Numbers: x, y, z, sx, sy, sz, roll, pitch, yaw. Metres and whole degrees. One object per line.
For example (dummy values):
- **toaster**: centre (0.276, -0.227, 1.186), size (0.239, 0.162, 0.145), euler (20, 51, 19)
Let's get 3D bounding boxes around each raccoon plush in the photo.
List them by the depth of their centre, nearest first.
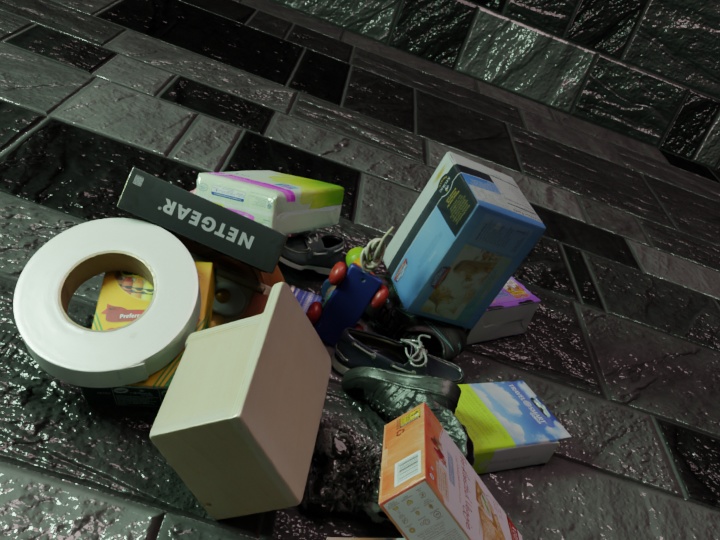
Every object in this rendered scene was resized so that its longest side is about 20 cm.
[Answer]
- **raccoon plush**: centre (-0.003, 0.202, 0.925), size (0.132, 0.098, 0.201), euler (17, 26, -27)

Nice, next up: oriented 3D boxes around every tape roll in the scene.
- **tape roll**: centre (-0.274, 0.032, 0.900), size (0.199, 0.037, 0.205), euler (3, 54, -4)

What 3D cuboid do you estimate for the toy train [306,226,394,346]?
- **toy train**: centre (0.000, 0.000, 1.160), size (0.084, 0.201, 0.116), euler (27, 23, -11)

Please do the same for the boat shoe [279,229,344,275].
- **boat shoe**: centre (-0.088, -0.039, 1.260), size (0.072, 0.062, 0.199), euler (34, 10, 29)

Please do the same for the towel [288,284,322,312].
- **towel**: centre (-0.159, 0.035, 1.177), size (0.197, 0.024, 0.145), euler (23, 28, 1)

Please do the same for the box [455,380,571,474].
- **box**: centre (0.169, 0.204, 1.086), size (0.197, 0.048, 0.122), euler (2, 34, -34)

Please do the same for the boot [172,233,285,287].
- **boot**: centre (-0.205, -0.025, 1.157), size (0.153, 0.074, 0.201), euler (-6, 54, -39)

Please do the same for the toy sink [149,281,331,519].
- **toy sink**: centre (-0.118, 0.130, 0.853), size (0.110, 0.131, 0.201), euler (-15, 35, 20)

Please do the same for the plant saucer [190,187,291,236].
- **plant saucer**: centre (-0.204, -0.085, 1.332), size (0.197, 0.051, 0.201), euler (17, 27, -9)

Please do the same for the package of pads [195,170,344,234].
- **package of pads**: centre (-0.137, -0.104, 1.227), size (0.152, 0.069, 0.199), euler (15, 14, 26)

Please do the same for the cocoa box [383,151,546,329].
- **cocoa box**: centre (0.144, -0.039, 1.188), size (0.132, 0.201, 0.132), euler (15, 33, -29)

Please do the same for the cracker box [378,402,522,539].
- **cracker box**: centre (0.097, 0.250, 0.817), size (0.201, 0.057, 0.134), euler (55, 15, -15)

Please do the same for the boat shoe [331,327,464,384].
- **boat shoe**: centre (0.059, 0.124, 1.134), size (0.197, 0.063, 0.075), euler (17, 27, -11)

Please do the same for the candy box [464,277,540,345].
- **candy box**: centre (0.174, 0.028, 1.381), size (0.166, 0.072, 0.200), euler (-5, 38, -41)

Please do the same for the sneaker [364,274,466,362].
- **sneaker**: centre (0.064, 0.071, 1.220), size (0.198, 0.076, 0.079), euler (28, 30, 12)

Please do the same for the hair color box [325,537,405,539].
- **hair color box**: centre (0.033, 0.338, 0.730), size (0.109, 0.065, 0.201), euler (8, 29, -24)

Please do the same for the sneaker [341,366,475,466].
- **sneaker**: centre (0.052, 0.183, 1.010), size (0.197, 0.060, 0.106), euler (2, 60, 29)

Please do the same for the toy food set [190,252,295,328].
- **toy food set**: centre (-0.198, 0.044, 1.014), size (0.197, 0.061, 0.145), euler (23, 63, 1)

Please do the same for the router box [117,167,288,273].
- **router box**: centre (-0.195, -0.059, 1.026), size (0.197, 0.053, 0.157), euler (24, -3, -11)

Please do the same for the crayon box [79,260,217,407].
- **crayon box**: centre (-0.237, 0.055, 0.941), size (0.124, 0.051, 0.203), euler (3, 53, -4)
